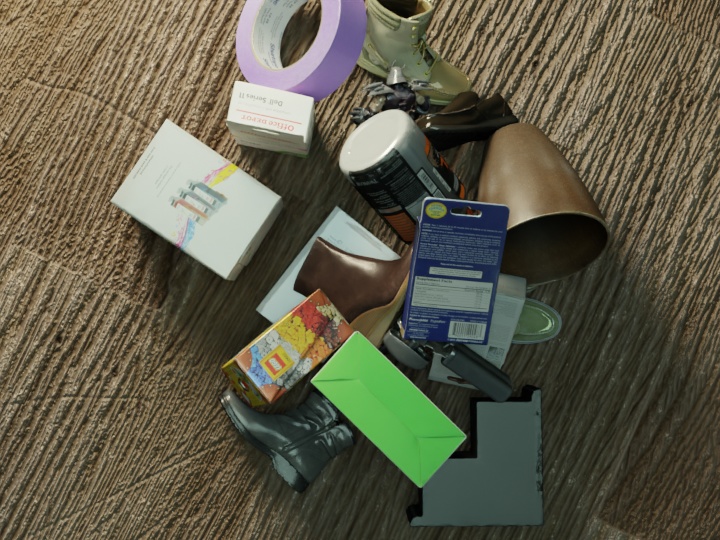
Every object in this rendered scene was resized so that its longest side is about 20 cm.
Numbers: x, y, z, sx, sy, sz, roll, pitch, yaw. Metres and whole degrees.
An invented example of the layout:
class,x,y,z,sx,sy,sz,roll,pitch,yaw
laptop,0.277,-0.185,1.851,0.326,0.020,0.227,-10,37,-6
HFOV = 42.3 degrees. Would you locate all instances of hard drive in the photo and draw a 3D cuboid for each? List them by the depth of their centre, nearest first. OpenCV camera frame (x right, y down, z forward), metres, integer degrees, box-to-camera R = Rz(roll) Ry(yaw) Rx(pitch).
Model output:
class,x,y,z,sx,sy,sz,roll,pitch,yaw
hard drive,-0.047,0.021,1.425,0.132,0.025,0.200,38,88,-1

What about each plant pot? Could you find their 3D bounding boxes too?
class,x,y,z,sx,sy,sz,roll,pitch,yaw
plant pot,0.248,-0.110,1.362,0.186,0.187,0.201,-7,58,-3

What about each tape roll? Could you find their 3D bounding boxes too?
class,x,y,z,sx,sy,sz,roll,pitch,yaw
tape roll,-0.088,-0.347,1.353,0.199,0.065,0.202,-8,77,36

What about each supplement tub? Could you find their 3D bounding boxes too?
class,x,y,z,sx,sy,sz,roll,pitch,yaw
supplement tub,0.071,-0.118,1.315,0.123,0.122,0.200,-45,124,-2

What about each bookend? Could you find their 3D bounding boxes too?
class,x,y,z,sx,sy,sz,roll,pitch,yaw
bookend,0.169,0.276,1.398,0.198,0.092,0.200,-1,88,-1

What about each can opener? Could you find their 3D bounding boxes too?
class,x,y,z,sx,sy,sz,roll,pitch,yaw
can opener,0.124,0.134,1.340,0.199,0.053,0.067,35,112,-12

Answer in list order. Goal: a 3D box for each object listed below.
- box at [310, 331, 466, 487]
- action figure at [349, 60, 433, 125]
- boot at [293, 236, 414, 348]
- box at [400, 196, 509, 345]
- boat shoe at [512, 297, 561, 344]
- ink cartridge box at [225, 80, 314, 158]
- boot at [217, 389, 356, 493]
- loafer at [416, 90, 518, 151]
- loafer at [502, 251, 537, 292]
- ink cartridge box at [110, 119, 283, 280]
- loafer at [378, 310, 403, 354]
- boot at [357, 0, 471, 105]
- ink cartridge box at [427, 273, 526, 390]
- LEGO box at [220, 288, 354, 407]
class,x,y,z,sx,sy,sz,roll,pitch,yaw
box,0.038,0.188,1.276,0.200,0.177,0.097,43,83,5
action figure,0.047,-0.211,1.380,0.129,0.069,0.201,-7,114,-17
boot,0.000,0.000,1.337,0.166,0.072,0.201,36,119,12
box,0.127,0.000,1.252,0.120,0.032,0.201,5,110,-6
boat shoe,0.211,0.072,1.417,0.199,0.062,0.073,9,89,-2
ink cartridge box,-0.126,-0.218,1.337,0.116,0.200,0.068,12,89,-3
boot,-0.110,0.224,1.408,0.132,0.070,0.200,-44,98,-9
loafer,0.150,-0.227,1.385,0.199,0.073,0.072,-15,81,-42
loafer,0.183,-0.008,1.417,0.199,0.063,0.072,16,89,-2
ink cartridge box,-0.230,-0.097,1.359,0.199,0.145,0.145,35,88,-2
loafer,0.075,0.065,1.399,0.063,0.072,0.200,26,110,-35
boot,0.088,-0.331,1.368,0.199,0.155,0.072,25,64,-1
ink cartridge box,0.168,0.088,1.367,0.108,0.051,0.201,12,132,3
LEGO box,-0.107,0.113,1.294,0.149,0.200,0.077,-40,91,-17
